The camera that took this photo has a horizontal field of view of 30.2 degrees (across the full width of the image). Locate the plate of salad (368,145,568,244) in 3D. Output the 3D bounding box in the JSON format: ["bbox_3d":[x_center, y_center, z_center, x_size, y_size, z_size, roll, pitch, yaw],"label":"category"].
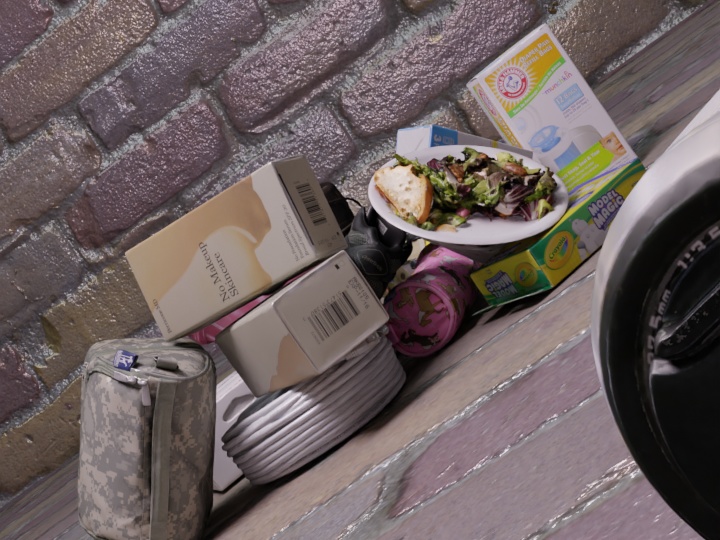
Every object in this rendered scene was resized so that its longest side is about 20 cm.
[{"bbox_3d":[0.106,-0.085,1.306,0.196,0.049,0.201,0,31,0],"label":"plate of salad"}]

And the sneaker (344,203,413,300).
[{"bbox_3d":[0.000,0.000,1.385,0.115,0.076,0.199,-55,2,-13],"label":"sneaker"}]

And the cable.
[{"bbox_3d":[-0.046,0.134,1.332,0.199,0.070,0.200,-37,3,-7],"label":"cable"}]

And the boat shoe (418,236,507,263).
[{"bbox_3d":[0.126,-0.041,1.382,0.075,0.200,0.086,-65,29,12],"label":"boat shoe"}]

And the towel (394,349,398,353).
[{"bbox_3d":[0.018,0.086,1.584,0.199,0.031,0.149,-35,4,25],"label":"towel"}]

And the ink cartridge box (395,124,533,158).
[{"bbox_3d":[0.134,-0.091,1.543,0.198,0.117,0.067,9,-6,-36],"label":"ink cartridge box"}]

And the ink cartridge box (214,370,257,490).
[{"bbox_3d":[-0.148,0.179,1.548,0.146,0.083,0.200,-38,4,-17],"label":"ink cartridge box"}]

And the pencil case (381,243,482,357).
[{"bbox_3d":[0.080,0.024,1.430,0.200,0.085,0.084,-45,-26,-67],"label":"pencil case"}]

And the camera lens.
[{"bbox_3d":[0.175,-0.005,0.427,0.159,0.161,0.200,-32,6,41],"label":"camera lens"}]

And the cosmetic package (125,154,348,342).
[{"bbox_3d":[-0.122,-0.020,1.293,0.199,0.106,0.071,-30,-4,28],"label":"cosmetic package"}]

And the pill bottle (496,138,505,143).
[{"bbox_3d":[0.200,-0.115,1.794,0.106,0.107,0.200,-34,5,16],"label":"pill bottle"}]

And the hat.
[{"bbox_3d":[-0.059,-0.048,1.485,0.199,0.082,0.201,-32,-3,-2],"label":"hat"}]

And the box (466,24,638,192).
[{"bbox_3d":[0.232,-0.184,1.634,0.112,0.201,0.101,-35,4,0],"label":"box"}]

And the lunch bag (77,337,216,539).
[{"bbox_3d":[-0.203,0.168,1.293,0.137,0.204,0.168,2,8,-17],"label":"lunch bag"}]

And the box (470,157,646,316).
[{"bbox_3d":[0.193,-0.029,1.319,0.200,0.049,0.117,-40,7,-28],"label":"box"}]

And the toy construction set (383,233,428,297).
[{"bbox_3d":[0.085,-0.017,1.657,0.199,0.093,0.130,-34,-17,36],"label":"toy construction set"}]

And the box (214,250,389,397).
[{"bbox_3d":[-0.060,0.055,1.271,0.095,0.078,0.200,-37,3,-22],"label":"box"}]

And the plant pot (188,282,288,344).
[{"bbox_3d":[-0.111,0.033,1.645,0.201,0.178,0.200,-52,-13,-16],"label":"plant pot"}]
